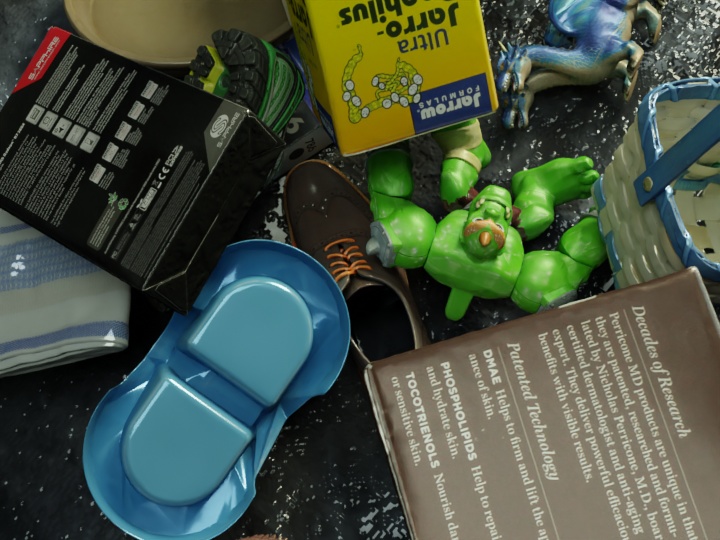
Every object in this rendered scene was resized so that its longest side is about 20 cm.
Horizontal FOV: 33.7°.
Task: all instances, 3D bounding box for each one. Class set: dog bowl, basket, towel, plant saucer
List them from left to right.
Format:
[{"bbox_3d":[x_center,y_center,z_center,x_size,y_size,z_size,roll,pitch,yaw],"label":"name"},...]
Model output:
[{"bbox_3d":[-0.220,-0.028,0.816,0.145,0.024,0.202,-11,69,22],"label":"towel"},{"bbox_3d":[-0.124,-0.212,0.898,0.197,0.030,0.202,-2,50,3],"label":"plant saucer"},{"bbox_3d":[-0.090,0.075,0.748,0.111,0.050,0.201,36,83,-8],"label":"dog bowl"},{"bbox_3d":[0.241,-0.057,0.714,0.175,0.200,0.141,1,70,-27],"label":"basket"}]

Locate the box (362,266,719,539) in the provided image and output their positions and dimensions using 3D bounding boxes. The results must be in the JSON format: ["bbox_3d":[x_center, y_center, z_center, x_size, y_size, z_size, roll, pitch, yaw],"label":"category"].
[{"bbox_3d":[0.122,0.124,0.704,0.198,0.166,0.166,-17,69,0],"label":"box"}]

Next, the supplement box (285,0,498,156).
[{"bbox_3d":[0.006,-0.193,0.752,0.108,0.202,0.109,-17,25,-6],"label":"supplement box"}]

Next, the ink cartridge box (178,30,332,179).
[{"bbox_3d":[-0.098,-0.106,0.882,0.199,0.039,0.100,-33,69,-6],"label":"ink cartridge box"}]

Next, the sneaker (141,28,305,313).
[{"bbox_3d":[-0.093,-0.058,0.809,0.078,0.085,0.201,38,107,35],"label":"sneaker"}]

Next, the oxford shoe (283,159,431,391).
[{"bbox_3d":[0.000,0.000,0.813,0.071,0.073,0.201,-27,70,-3],"label":"oxford shoe"}]

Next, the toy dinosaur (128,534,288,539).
[{"bbox_3d":[-0.090,0.209,0.749,0.198,0.086,0.136,-24,62,-8],"label":"toy dinosaur"}]

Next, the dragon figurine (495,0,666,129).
[{"bbox_3d":[0.168,-0.187,0.865,0.099,0.059,0.201,24,76,14],"label":"dragon figurine"}]

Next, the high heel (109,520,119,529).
[{"bbox_3d":[-0.099,0.081,0.784,0.095,0.067,0.202,3,65,42],"label":"high heel"}]

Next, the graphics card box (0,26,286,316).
[{"bbox_3d":[-0.155,-0.068,0.753,0.199,0.051,0.126,25,82,36],"label":"graphics card box"}]

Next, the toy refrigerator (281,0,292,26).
[{"bbox_3d":[-0.040,-0.274,0.881,0.075,0.070,0.201,-12,50,-7],"label":"toy refrigerator"}]

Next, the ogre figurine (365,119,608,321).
[{"bbox_3d":[0.088,-0.034,0.803,0.199,0.098,0.121,30,55,-14],"label":"ogre figurine"}]
